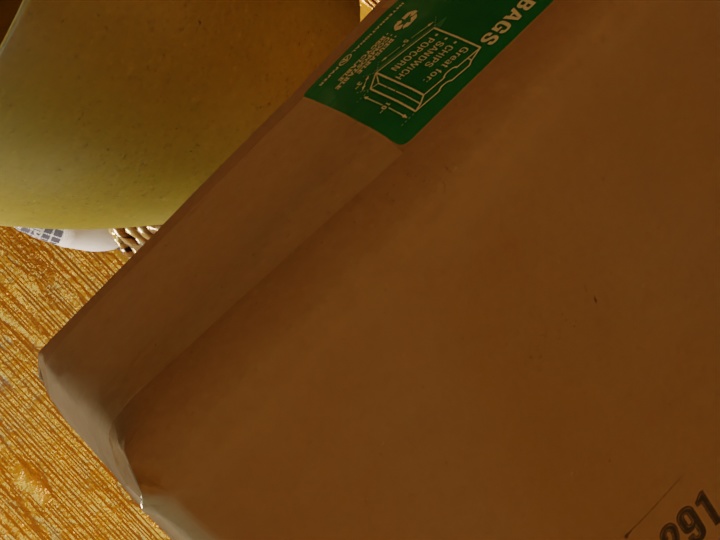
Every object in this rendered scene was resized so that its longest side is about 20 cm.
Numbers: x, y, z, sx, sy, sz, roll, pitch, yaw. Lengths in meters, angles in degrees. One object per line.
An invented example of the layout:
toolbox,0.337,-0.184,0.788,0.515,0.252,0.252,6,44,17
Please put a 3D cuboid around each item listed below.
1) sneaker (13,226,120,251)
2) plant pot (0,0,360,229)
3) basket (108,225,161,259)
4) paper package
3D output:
sneaker,-0.152,-0.098,1.067,0.077,0.080,0.201,116,152,-47
plant pot,-0.084,-0.096,0.728,0.141,0.201,0.200,22,-176,-29
basket,-0.012,-0.026,1.026,0.142,0.150,0.200,-1,144,31
paper package,0.054,0.025,0.474,0.191,0.200,0.103,50,171,-30
